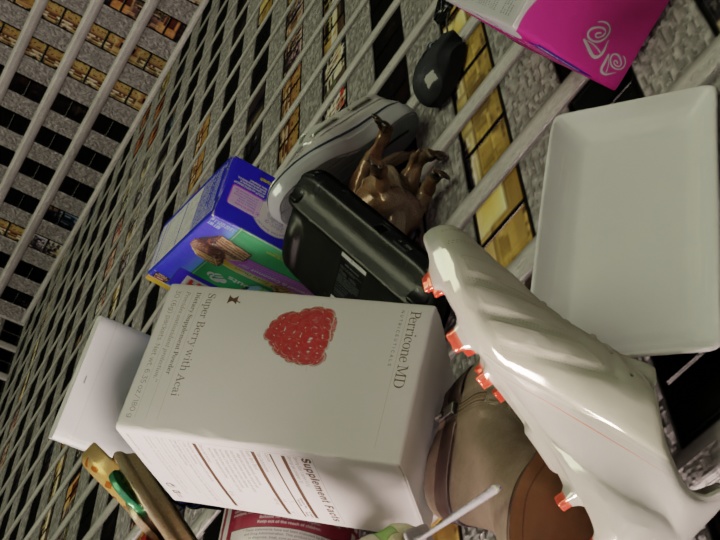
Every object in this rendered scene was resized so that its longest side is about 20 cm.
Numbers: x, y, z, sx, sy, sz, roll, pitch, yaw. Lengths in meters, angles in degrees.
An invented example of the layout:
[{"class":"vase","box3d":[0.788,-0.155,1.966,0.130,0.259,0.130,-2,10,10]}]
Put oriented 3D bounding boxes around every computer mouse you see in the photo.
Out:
[{"class":"computer mouse","box3d":[0.081,-0.247,1.084,0.059,0.034,0.201,-43,30,46]}]

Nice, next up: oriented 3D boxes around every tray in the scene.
[{"class":"tray","box3d":[0.158,-0.026,0.617,0.107,0.022,0.201,-9,47,27]}]

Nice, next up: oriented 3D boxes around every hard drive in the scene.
[{"class":"hard drive","box3d":[-0.206,0.147,1.100,0.026,0.199,0.133,-15,53,63]}]

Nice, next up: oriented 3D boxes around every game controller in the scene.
[{"class":"game controller","box3d":[0.000,0.000,0.876,0.200,0.042,0.105,42,136,38]}]

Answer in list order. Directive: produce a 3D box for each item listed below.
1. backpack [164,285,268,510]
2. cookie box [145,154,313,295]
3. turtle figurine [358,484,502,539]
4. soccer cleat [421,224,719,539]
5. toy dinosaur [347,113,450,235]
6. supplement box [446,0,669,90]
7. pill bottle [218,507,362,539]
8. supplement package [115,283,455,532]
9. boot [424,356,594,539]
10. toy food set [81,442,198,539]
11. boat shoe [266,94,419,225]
[{"class":"backpack","box3d":[-0.134,0.106,1.000,0.183,0.134,0.200,-57,44,20]},{"class":"cookie box","box3d":[-0.108,-0.014,1.090,0.200,0.170,0.076,-32,35,55]},{"class":"turtle figurine","box3d":[0.018,0.227,0.604,0.199,0.145,0.194,-26,-13,1]},{"class":"soccer cleat","box3d":[0.104,0.053,0.535,0.077,0.201,0.069,-35,-11,7]},{"class":"toy dinosaur","box3d":[0.015,-0.055,0.973,0.201,0.085,0.136,-92,27,-60]},{"class":"supplement box","box3d":[0.145,-0.225,0.816,0.104,0.101,0.200,-60,21,12]},{"class":"pill bottle","box3d":[-0.051,0.185,0.819,0.110,0.109,0.201,-41,31,46]},{"class":"supplement package","box3d":[-0.044,0.096,0.737,0.120,0.198,0.122,71,-152,-51]},{"class":"boot","box3d":[0.085,0.130,0.624,0.146,0.070,0.201,-36,30,55]},{"class":"toy food set","box3d":[-0.176,0.247,0.955,0.048,0.201,0.198,-34,26,-15]},{"class":"boat shoe","box3d":[-0.028,-0.110,1.026,0.200,0.067,0.074,-34,-37,-36]}]
